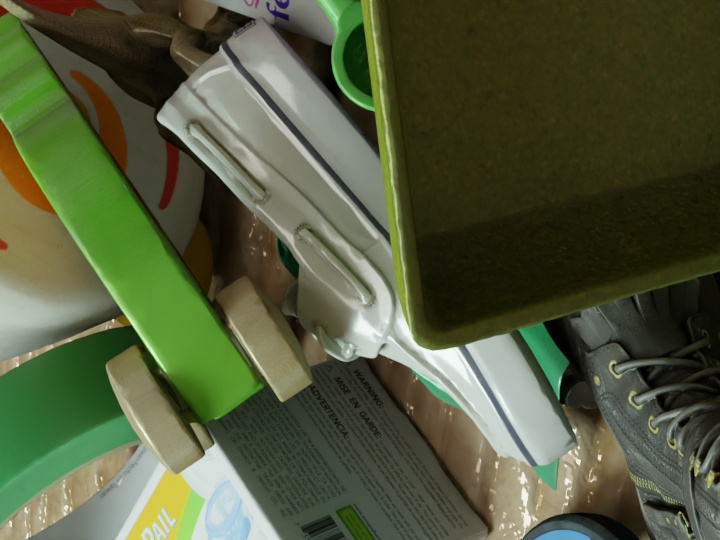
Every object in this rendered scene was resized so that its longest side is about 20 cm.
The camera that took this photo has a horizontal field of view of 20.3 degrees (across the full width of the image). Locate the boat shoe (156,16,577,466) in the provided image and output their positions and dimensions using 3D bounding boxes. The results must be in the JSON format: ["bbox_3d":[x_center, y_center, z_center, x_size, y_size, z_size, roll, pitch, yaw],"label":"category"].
[{"bbox_3d":[0.000,0.000,0.748,0.066,0.072,0.200,-39,87,4],"label":"boat shoe"}]

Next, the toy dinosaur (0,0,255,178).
[{"bbox_3d":[-0.087,-0.088,0.830,0.101,0.200,0.058,36,110,29],"label":"toy dinosaur"}]

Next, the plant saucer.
[{"bbox_3d":[0.073,-0.094,0.648,0.048,0.199,0.201,9,110,56],"label":"plant saucer"}]

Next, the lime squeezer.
[{"bbox_3d":[0.014,-0.066,0.697,0.200,0.038,0.071,53,-170,-32],"label":"lime squeezer"}]

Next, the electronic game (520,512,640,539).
[{"bbox_3d":[0.086,0.195,0.780,0.200,0.041,0.201,-178,90,-70],"label":"electronic game"}]

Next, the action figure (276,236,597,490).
[{"bbox_3d":[0.021,-0.006,0.847,0.200,0.055,0.119,31,127,35],"label":"action figure"}]

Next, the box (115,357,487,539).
[{"bbox_3d":[-0.047,0.149,0.943,0.113,0.101,0.200,53,136,22],"label":"box"}]

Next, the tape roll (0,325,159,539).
[{"bbox_3d":[-0.144,0.111,0.965,0.048,0.200,0.201,50,135,24],"label":"tape roll"}]

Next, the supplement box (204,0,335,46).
[{"bbox_3d":[0.017,-0.144,0.769,0.200,0.103,0.102,25,122,44],"label":"supplement box"}]

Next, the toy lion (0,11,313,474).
[{"bbox_3d":[-0.097,-0.019,0.796,0.192,0.068,0.200,56,176,1],"label":"toy lion"}]

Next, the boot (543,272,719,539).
[{"bbox_3d":[0.119,0.051,0.673,0.174,0.069,0.201,-105,-9,-85],"label":"boot"}]

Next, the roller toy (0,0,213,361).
[{"bbox_3d":[-0.171,-0.051,0.956,0.139,0.182,0.201,-19,88,50],"label":"roller toy"}]
